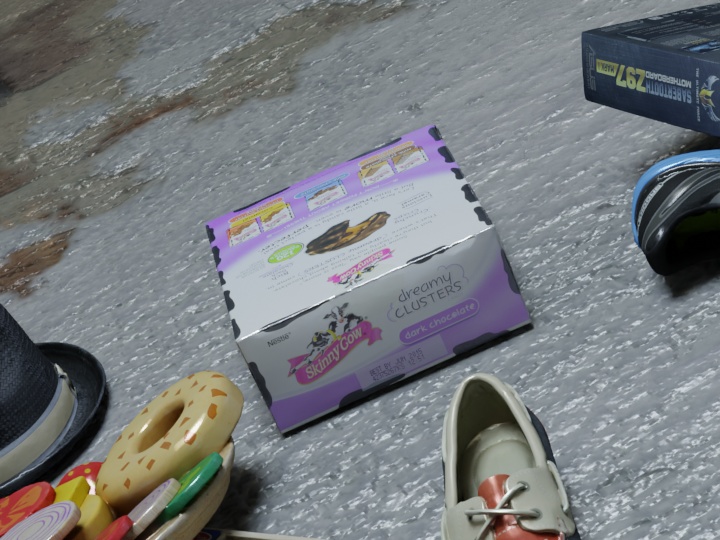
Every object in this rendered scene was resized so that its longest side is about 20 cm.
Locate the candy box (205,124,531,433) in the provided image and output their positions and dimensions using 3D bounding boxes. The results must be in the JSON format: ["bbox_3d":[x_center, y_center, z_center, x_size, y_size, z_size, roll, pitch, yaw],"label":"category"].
[{"bbox_3d":[0.000,0.000,1.404,0.167,0.072,0.200,-23,23,1],"label":"candy box"}]

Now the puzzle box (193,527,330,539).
[{"bbox_3d":[-0.063,0.184,1.141,0.200,0.025,0.133,-1,32,42],"label":"puzzle box"}]

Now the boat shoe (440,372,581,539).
[{"bbox_3d":[0.072,0.122,1.099,0.071,0.063,0.200,-18,26,8],"label":"boat shoe"}]

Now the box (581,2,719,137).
[{"bbox_3d":[0.261,-0.133,1.396,0.199,0.051,0.158,-15,18,-25],"label":"box"}]

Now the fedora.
[{"bbox_3d":[-0.262,0.077,1.459,0.200,0.092,0.201,-20,24,9],"label":"fedora"}]

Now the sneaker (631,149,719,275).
[{"bbox_3d":[0.250,-0.037,1.273,0.199,0.071,0.083,-14,42,21],"label":"sneaker"}]

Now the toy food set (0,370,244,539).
[{"bbox_3d":[-0.153,0.139,1.246,0.200,0.049,0.198,-26,16,19],"label":"toy food set"}]
